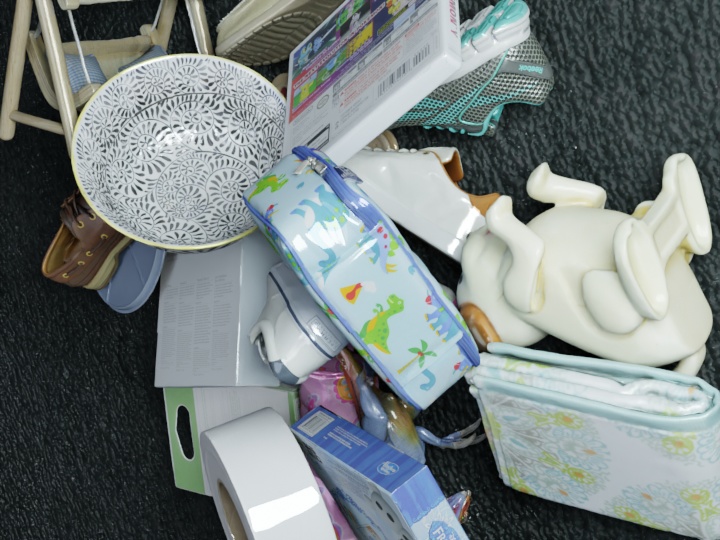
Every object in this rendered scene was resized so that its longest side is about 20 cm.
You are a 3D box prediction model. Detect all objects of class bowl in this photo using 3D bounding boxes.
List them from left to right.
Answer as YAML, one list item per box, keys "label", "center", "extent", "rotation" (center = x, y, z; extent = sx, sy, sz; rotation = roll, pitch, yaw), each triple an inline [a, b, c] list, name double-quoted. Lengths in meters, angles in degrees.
- label: "bowl"
  center: [-0.153, -0.087, 1.082]
  extent: [0.201, 0.201, 0.094]
  rotation: [49, 161, 18]

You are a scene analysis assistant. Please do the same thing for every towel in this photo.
- label: "towel"
  center: [0.188, 0.133, 0.943]
  extent: [0.200, 0.048, 0.171]
  rotation: [11, 144, 28]

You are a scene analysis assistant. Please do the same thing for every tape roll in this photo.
- label: "tape roll"
  center: [-0.084, 0.233, 1.121]
  extent: [0.202, 0.071, 0.203]
  rotation: [161, 90, -73]

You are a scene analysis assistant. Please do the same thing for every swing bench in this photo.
- label: "swing bench"
  center: [-0.237, -0.227, 1.148]
  extent: [0.130, 0.199, 0.200]
  rotation: [17, 114, 35]

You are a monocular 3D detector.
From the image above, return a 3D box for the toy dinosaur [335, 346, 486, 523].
- label: "toy dinosaur"
  center: [0.043, 0.155, 1.100]
  extent: [0.200, 0.105, 0.182]
  rotation: [27, 129, 38]

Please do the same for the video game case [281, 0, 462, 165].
- label: "video game case"
  center: [0.005, -0.175, 0.993]
  extent: [0.200, 0.023, 0.182]
  rotation: [-37, 37, 36]

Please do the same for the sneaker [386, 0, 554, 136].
- label: "sneaker"
  center: [0.074, -0.142, 0.992]
  extent: [0.200, 0.078, 0.091]
  rotation: [-21, 115, 43]

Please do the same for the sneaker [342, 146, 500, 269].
- label: "sneaker"
  center: [0.039, -0.083, 1.051]
  extent: [0.200, 0.073, 0.085]
  rotation: [33, 90, 20]

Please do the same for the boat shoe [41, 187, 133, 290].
- label: "boat shoe"
  center: [-0.275, -0.054, 1.245]
  extent: [0.200, 0.067, 0.072]
  rotation: [-56, 47, 36]

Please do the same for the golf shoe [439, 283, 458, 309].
- label: "golf shoe"
  center: [0.000, 0.000, 1.096]
  extent: [0.200, 0.075, 0.092]
  rotation: [13, 119, 36]

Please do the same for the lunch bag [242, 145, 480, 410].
- label: "lunch bag"
  center: [-0.001, 0.001, 0.924]
  extent: [0.200, 0.082, 0.161]
  rotation: [51, 177, -24]

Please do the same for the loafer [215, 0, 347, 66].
- label: "loafer"
  center: [-0.056, -0.255, 1.076]
  extent: [0.200, 0.076, 0.068]
  rotation: [-31, 67, 29]

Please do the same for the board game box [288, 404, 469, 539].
- label: "board game box"
  center: [0.038, 0.227, 1.041]
  extent: [0.200, 0.043, 0.199]
  rotation: [19, 141, 62]

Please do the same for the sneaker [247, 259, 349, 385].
- label: "sneaker"
  center: [-0.064, 0.042, 1.013]
  extent: [0.071, 0.200, 0.073]
  rotation: [-39, 102, -1]

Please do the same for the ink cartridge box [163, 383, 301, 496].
- label: "ink cartridge box"
  center: [-0.123, 0.178, 1.276]
  extent: [0.200, 0.048, 0.146]
  rotation: [6, 107, 41]

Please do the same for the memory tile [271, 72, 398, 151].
- label: "memory tile"
  center: [-0.057, -0.110, 1.154]
  extent: [0.200, 0.017, 0.153]
  rotation: [-41, 76, 39]

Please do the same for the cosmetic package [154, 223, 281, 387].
- label: "cosmetic package"
  center: [-0.142, 0.040, 1.184]
  extent: [0.200, 0.052, 0.151]
  rotation: [-9, 80, 58]

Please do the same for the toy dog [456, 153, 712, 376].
- label: "toy dog"
  center: [0.167, 0.006, 0.941]
  extent: [0.200, 0.140, 0.194]
  rotation: [-3, 129, 40]

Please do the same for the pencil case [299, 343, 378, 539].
- label: "pencil case"
  center: [-0.018, 0.172, 1.165]
  extent: [0.087, 0.087, 0.200]
  rotation: [7, 107, 38]

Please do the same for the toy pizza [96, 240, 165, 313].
- label: "toy pizza"
  center: [-0.245, -0.054, 1.289]
  extent: [0.200, 0.032, 0.201]
  rotation: [-2, 88, 54]
